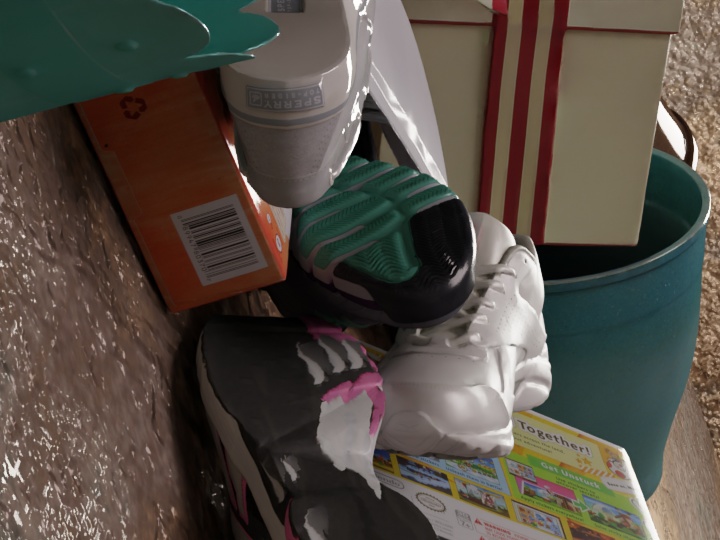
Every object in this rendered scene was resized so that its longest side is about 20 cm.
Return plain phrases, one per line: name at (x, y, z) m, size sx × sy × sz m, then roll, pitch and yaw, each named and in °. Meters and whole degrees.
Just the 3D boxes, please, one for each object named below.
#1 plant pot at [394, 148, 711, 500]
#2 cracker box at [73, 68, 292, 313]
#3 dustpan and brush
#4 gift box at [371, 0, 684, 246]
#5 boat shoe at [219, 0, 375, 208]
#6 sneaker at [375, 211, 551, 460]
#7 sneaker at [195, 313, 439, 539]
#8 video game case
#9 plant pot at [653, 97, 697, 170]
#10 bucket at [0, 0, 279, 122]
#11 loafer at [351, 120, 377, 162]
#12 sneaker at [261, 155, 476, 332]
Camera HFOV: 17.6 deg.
plant pot at (0.114, 0.045, 1.401) m, size 0.200 × 0.198 × 0.189 m, roll -83°, pitch 167°, yaw -63°
cracker box at (-0.074, -0.095, 1.014) m, size 0.201 × 0.057 × 0.135 m, roll -89°, pitch 160°, yaw -57°
dustpan and brush at (-0.012, -0.127, 1.126) m, size 0.140 × 0.057 × 0.201 m, roll 55°, pitch 24°, yaw -49°
gift box at (0.086, -0.125, 1.292) m, size 0.200 × 0.183 × 0.188 m, roll -120°, pitch -149°, yaw -61°
boat shoe at (-0.023, -0.091, 0.958) m, size 0.200 × 0.071 × 0.069 m, roll -98°, pitch -172°, yaw -61°
sneaker at (0.041, 0.026, 1.059) m, size 0.200 × 0.077 × 0.100 m, roll -42°, pitch 135°, yaw -74°
sneaker at (-0.030, 0.099, 0.953) m, size 0.201 × 0.080 × 0.087 m, roll -109°, pitch -148°, yaw -50°
video game case at (0.061, 0.113, 1.095) m, size 0.199 × 0.023 × 0.183 m, roll 22°, pitch 26°, yaw -21°
plant pot at (0.091, -0.118, 1.527) m, size 0.199 × 0.199 × 0.201 m, roll 57°, pitch 19°, yaw -30°
bucket at (-0.119, -0.134, 0.670) m, size 0.207 × 0.134 × 0.209 m, roll -16°, pitch 90°, yaw -79°
loafer at (-0.024, -0.082, 1.197) m, size 0.070 × 0.068 × 0.202 m, roll 30°, pitch 41°, yaw -62°
sneaker at (0.000, 0.000, 1.042) m, size 0.200 × 0.074 × 0.088 m, roll 38°, pitch -33°, yaw 57°
